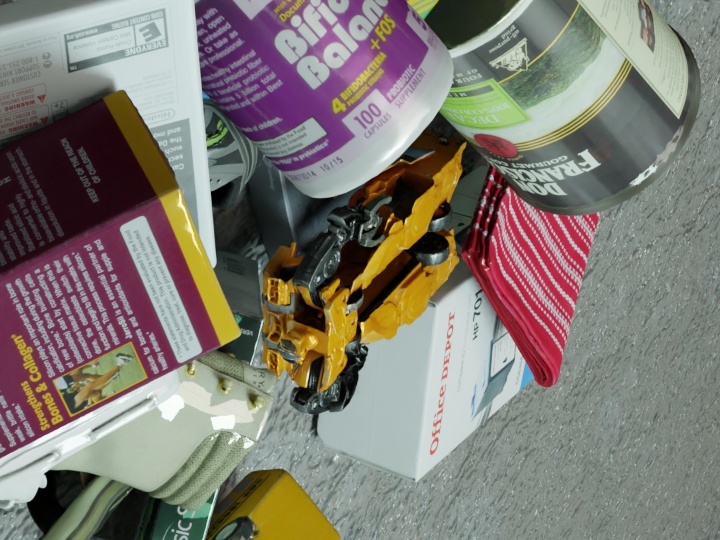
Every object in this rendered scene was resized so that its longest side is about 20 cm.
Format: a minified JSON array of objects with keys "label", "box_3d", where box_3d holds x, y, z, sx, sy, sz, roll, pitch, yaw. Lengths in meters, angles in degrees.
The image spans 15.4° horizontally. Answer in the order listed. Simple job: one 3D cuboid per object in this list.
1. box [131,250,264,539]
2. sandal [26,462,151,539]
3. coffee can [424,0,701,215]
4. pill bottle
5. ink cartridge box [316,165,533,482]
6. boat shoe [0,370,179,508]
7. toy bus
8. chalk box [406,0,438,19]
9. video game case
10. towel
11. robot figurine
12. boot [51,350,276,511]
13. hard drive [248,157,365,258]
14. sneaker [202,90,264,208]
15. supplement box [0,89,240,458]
[{"label":"box","box_3d":[-0.099,0.100,1.584,0.144,0.036,0.201,-106,-150,-76]},{"label":"sandal","box_3d":[-0.163,0.120,1.513,0.080,0.057,0.201,-51,180,32]},{"label":"coffee can","box_3d":[0.102,-0.145,1.643,0.200,0.146,0.147,41,72,-47]},{"label":"pill bottle","box_3d":[-0.052,-0.143,1.393,0.200,0.112,0.112,46,62,-22]},{"label":"ink cartridge box","box_3d":[0.060,0.035,1.873,0.200,0.086,0.147,-38,141,-51]},{"label":"boat shoe","box_3d":[-0.183,0.089,1.358,0.199,0.074,0.066,-29,122,-3]},{"label":"toy bus","box_3d":[-0.101,0.213,1.668,0.200,0.078,0.065,-46,107,-25]},{"label":"chalk box","box_3d":[0.009,-0.240,1.513,0.200,0.124,0.124,-52,150,-29]},{"label":"video game case","box_3d":[-0.171,-0.048,1.296,0.199,0.023,0.182,-16,132,-16]},{"label":"towel","box_3d":[0.127,-0.038,1.832,0.145,0.022,0.201,58,39,-41]},{"label":"robot figurine","box_3d":[0.000,0.000,1.655,0.200,0.058,0.146,-42,144,-45]},{"label":"boot","box_3d":[-0.112,0.031,1.436,0.154,0.072,0.201,18,109,-26]},{"label":"hard drive","box_3d":[-0.017,-0.060,1.694,0.135,0.042,0.200,-55,152,-27]},{"label":"sneaker","box_3d":[-0.107,-0.072,1.472,0.199,0.071,0.083,18,92,-65]},{"label":"supplement box","box_3d":[-0.172,0.016,1.272,0.199,0.086,0.111,-27,135,-6]}]
